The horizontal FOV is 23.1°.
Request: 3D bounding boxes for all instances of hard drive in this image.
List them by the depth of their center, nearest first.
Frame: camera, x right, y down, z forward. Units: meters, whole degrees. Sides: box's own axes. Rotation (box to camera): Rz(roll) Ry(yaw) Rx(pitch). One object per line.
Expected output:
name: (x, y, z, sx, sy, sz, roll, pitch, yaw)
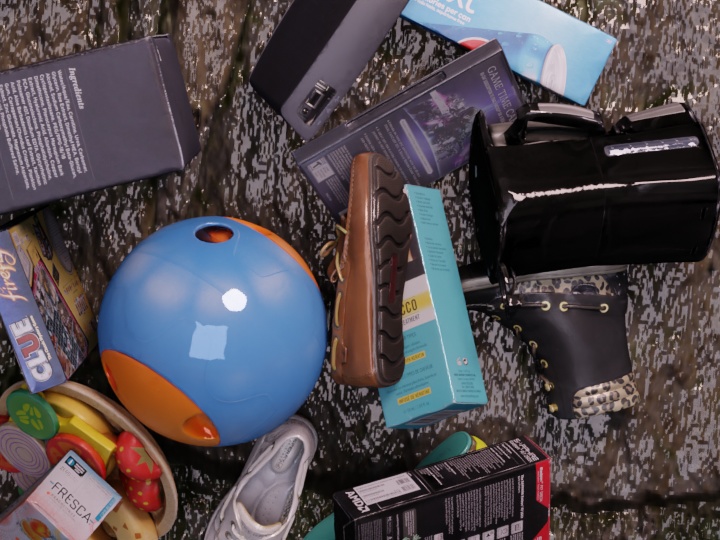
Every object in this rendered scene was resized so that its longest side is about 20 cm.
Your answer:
hard drive: (-0.020, -0.219, 1.531, 0.042, 0.135, 0.200, 31, 98, -29)

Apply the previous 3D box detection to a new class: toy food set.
toy food set: (-0.253, 0.177, 1.579, 0.198, 0.049, 0.200, 34, 139, 5)

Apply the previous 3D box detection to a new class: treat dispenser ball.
treat dispenser ball: (-0.128, 0.053, 1.533, 0.200, 0.201, 0.201, 0, 98, 0)

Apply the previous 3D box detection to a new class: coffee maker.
coffee maker: (0.205, -0.051, 1.529, 0.200, 0.135, 0.193, -5, 74, -5)

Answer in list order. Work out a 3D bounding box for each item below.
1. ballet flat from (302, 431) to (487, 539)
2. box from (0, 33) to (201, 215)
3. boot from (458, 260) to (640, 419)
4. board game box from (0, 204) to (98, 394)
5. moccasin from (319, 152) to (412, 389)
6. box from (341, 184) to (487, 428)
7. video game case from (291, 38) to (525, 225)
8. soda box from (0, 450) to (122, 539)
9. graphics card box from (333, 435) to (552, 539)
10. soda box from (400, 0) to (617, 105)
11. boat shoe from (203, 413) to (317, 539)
ballet flat: (0.041, 0.228, 1.632, 0.200, 0.067, 0.067, -35, 118, 2)
box: (-0.251, -0.125, 1.511, 0.200, 0.197, 0.118, -14, 98, 1)
boot: (0.153, 0.064, 1.604, 0.203, 0.073, 0.154, -10, 101, 2)
board game box: (-0.277, 0.021, 1.529, 0.035, 0.200, 0.136, -20, 97, 3)
moccasin: (0.001, 0.000, 1.516, 0.078, 0.074, 0.202, 3, 98, 32)
box: (0.046, 0.032, 1.549, 0.082, 0.049, 0.200, -24, 71, 37)
video game case: (0.049, -0.116, 1.552, 0.200, 0.143, 0.019, -30, 62, 3)
soda box: (-0.290, 0.234, 1.566, 0.064, 0.200, 0.068, 44, 50, -6)
graphics card box: (0.075, 0.235, 1.583, 0.200, 0.051, 0.126, -16, 122, -22)
soda box: (0.123, -0.220, 1.569, 0.200, 0.064, 0.068, 26, 96, -3)
boat shoe: (-0.098, 0.228, 1.624, 0.071, 0.069, 0.200, 21, 98, -5)
